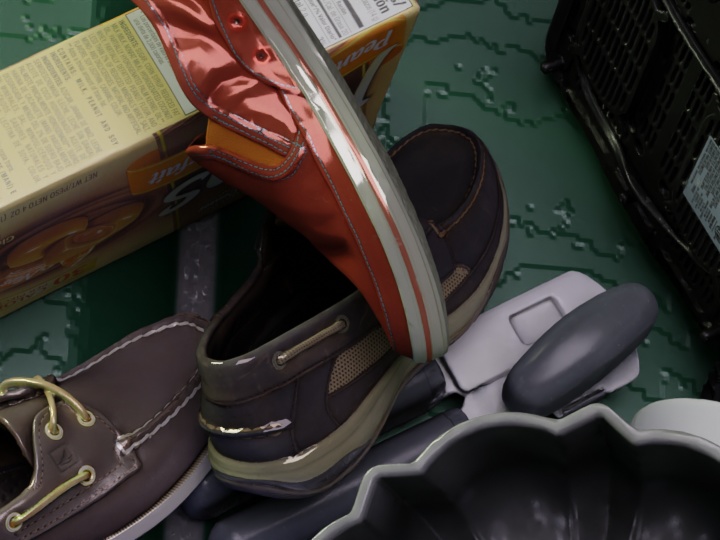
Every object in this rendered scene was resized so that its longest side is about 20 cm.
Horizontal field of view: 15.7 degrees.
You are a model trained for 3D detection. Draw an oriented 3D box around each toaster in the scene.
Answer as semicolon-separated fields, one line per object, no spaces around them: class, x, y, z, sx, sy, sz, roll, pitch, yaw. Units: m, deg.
toaster;0.167;-0.074;1.037;0.118;0.200;0.181;-19;64;-19

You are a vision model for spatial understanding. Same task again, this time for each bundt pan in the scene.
bundt pan;0.069;0.148;0.847;0.201;0.076;0.203;-2;79;10

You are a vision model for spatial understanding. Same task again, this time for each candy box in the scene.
candy box;-0.081;-0.056;1.016;0.199;0.116;0.055;-28;76;-19

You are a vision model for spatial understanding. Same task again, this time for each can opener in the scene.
can opener;0.025;0.052;1.017;0.199;0.067;0.053;-25;74;-19

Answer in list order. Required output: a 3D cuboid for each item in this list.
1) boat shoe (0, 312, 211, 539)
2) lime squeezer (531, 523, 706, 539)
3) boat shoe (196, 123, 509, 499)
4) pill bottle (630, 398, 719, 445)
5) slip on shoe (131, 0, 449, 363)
boat shoe;-0.125;0.077;0.973;0.200;0.060;0.072;-38;42;-20
lime squeezer;0.087;0.115;0.912;0.199;0.038;0.071;9;93;15
boat shoe;0.000;0.000;1.002;0.074;0.074;0.200;3;41;28
pill bottle;0.109;0.155;0.964;0.114;0.114;0.201;25;66;1
slip on shoe;-0.030;-0.050;0.936;0.061;0.074;0.200;-33;96;3
